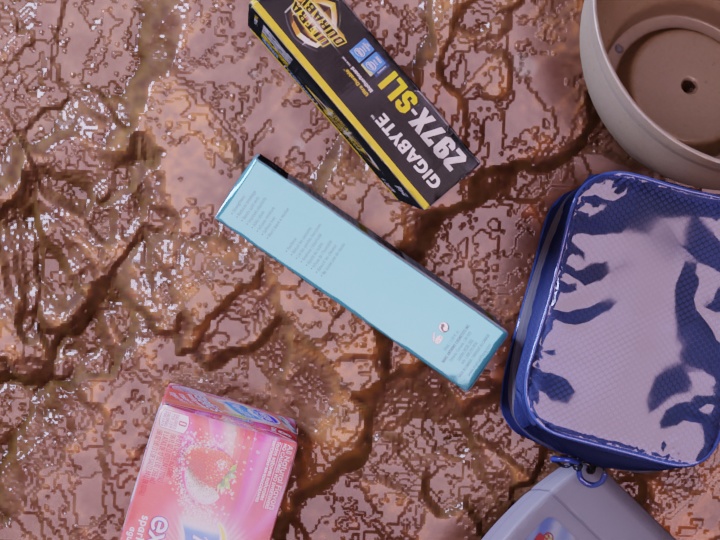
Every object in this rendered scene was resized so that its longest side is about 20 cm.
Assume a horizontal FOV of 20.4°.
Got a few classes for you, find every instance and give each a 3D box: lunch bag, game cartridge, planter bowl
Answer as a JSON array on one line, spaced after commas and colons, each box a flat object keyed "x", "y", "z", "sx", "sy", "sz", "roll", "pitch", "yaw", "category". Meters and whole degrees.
[{"x": 0.172, "y": 0.043, "z": 1.301, "sx": 0.135, "sy": 0.132, "sz": 0.201, "roll": 17, "pitch": 85, "yaw": -2, "category": "lunch bag"}, {"x": 0.125, "y": 0.229, "z": 1.326, "sx": 0.133, "sy": 0.041, "sz": 0.200, "roll": 45, "pitch": 71, "yaw": -18, "category": "game cartridge"}, {"x": 0.225, "y": -0.136, "z": 1.274, "sx": 0.199, "sy": 0.135, "sz": 0.201, "roll": 3, "pitch": 73, "yaw": -10, "category": "planter bowl"}]

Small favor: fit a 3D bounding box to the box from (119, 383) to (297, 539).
[{"x": -0.112, "y": 0.186, "z": 1.318, "sx": 0.094, "sy": 0.103, "sz": 0.201, "roll": 17, "pitch": 93, "yaw": -3, "category": "box"}]

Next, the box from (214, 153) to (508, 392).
[{"x": 0.000, "y": 0.000, "z": 1.317, "sx": 0.200, "sy": 0.082, "sz": 0.049, "roll": 34, "pitch": 93, "yaw": -4, "category": "box"}]

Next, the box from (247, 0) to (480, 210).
[{"x": -0.003, "y": -0.113, "z": 1.249, "sx": 0.049, "sy": 0.200, "sz": 0.160, "roll": -39, "pitch": 95, "yaw": 0, "category": "box"}]
